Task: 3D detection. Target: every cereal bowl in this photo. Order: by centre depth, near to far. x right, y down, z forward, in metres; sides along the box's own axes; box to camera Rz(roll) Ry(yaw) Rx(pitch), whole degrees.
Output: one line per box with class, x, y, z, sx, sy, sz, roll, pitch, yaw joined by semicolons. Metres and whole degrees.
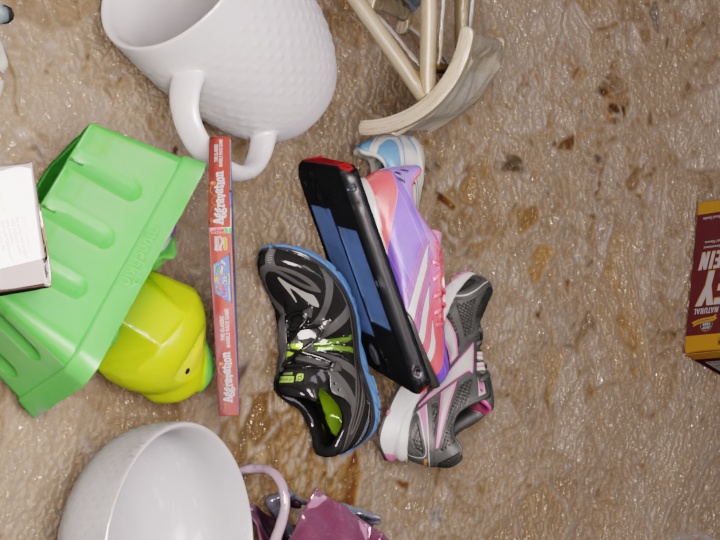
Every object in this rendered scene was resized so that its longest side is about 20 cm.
cereal bowl;-0.164;0.213;1.144;0.199;0.082;0.203;11;78;-63

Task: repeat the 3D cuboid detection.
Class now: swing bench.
swing bench;0.052;-0.229;1.363;0.199;0.128;0.203;-27;100;-76

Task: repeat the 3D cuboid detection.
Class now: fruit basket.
fruit basket;-0.176;0.024;1.145;0.213;0.155;0.219;11;68;-29

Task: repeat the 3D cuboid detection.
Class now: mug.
mug;-0.104;-0.167;1.230;0.175;0.146;0.202;43;44;-46

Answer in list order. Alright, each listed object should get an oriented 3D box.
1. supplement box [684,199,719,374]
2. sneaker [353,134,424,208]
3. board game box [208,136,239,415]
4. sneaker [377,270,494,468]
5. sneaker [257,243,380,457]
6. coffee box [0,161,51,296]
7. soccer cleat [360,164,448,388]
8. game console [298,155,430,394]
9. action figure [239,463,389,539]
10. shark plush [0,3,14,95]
supplement box;0.513;0.034;1.876;0.199;0.132;0.200;26;66;-42
sneaker;0.025;-0.025;1.421;0.071;0.072;0.203;-3;93;-13
board game box;-0.106;0.008;1.188;0.104;0.019;0.202;-98;-173;-47
sneaker;0.091;0.101;1.434;0.081;0.085;0.202;75;36;-63
sneaker;-0.040;0.070;1.323;0.083;0.070;0.202;-38;114;-49
coffee box;-0.301;-0.013;0.963;0.197;0.113;0.081;-9;90;-14
soccer cleat;0.051;0.005;1.362;0.072;0.068;0.202;-21;97;-8
game console;0.000;0.000;1.315;0.031;0.177;0.202;-21;101;-7
action figure;-0.051;0.275;1.237;0.149;0.133;0.202;42;53;-33
shark plush;-0.328;-0.173;1.059;0.199;0.090;0.084;13;105;-50
